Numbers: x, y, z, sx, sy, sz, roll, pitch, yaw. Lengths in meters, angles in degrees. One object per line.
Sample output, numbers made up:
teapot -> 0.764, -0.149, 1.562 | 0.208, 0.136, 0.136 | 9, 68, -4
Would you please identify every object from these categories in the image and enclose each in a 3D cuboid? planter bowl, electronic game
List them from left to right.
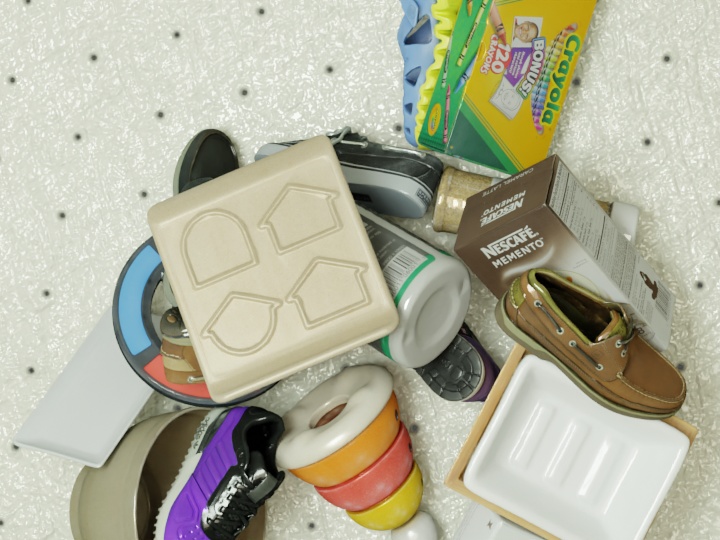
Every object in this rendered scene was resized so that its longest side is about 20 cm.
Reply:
planter bowl -> -0.206, 0.241, 1.557 | 0.133, 0.199, 0.203 | -7, 93, 34
electronic game -> -0.150, 0.040, 1.559 | 0.197, 0.042, 0.202 | 4, 65, -8

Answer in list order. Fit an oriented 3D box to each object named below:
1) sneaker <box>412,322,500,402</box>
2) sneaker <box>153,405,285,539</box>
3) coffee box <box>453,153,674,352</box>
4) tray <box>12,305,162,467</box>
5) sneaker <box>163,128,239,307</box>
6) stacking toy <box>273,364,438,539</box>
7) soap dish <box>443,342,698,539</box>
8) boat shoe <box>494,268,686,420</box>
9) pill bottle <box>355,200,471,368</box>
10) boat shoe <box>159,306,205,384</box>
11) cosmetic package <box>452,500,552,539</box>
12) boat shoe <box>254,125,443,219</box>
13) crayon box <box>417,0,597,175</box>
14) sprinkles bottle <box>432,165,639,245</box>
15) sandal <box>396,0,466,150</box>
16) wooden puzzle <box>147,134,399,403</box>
sneaker -> 0.065, 0.060, 1.560 | 0.076, 0.087, 0.201 | -46, 62, 14
sneaker -> -0.124, 0.212, 1.472 | 0.099, 0.070, 0.202 | -9, 50, 35
coffee box -> 0.194, 0.003, 1.470 | 0.114, 0.080, 0.200 | -27, 118, 35
tray -> -0.252, 0.118, 1.557 | 0.106, 0.201, 0.022 | 12, 136, 21
sneaker -> -0.131, -0.062, 1.527 | 0.106, 0.074, 0.202 | -28, 50, 45
stacking toy -> 0.016, 0.209, 1.562 | 0.145, 0.146, 0.201 | -32, 108, 9
soap dish -> 0.196, 0.173, 1.471 | 0.198, 0.081, 0.159 | 28, 91, -8
boat shoe -> 0.219, 0.068, 1.412 | 0.198, 0.072, 0.068 | 28, 138, -8
pill bottle -> 0.000, 0.000, 1.492 | 0.199, 0.113, 0.114 | 31, 98, 33
boat shoe -> -0.105, 0.073, 1.502 | 0.198, 0.076, 0.075 | -1, 109, -29
cosmetic package -> 0.181, 0.309, 1.513 | 0.198, 0.081, 0.114 | 27, 98, -17
boat shoe -> -0.011, -0.108, 1.550 | 0.197, 0.074, 0.069 | 11, 62, 31
crayon box -> 0.144, -0.199, 1.505 | 0.118, 0.058, 0.202 | 14, 97, -32
sprinkles bottle -> 0.172, -0.050, 1.533 | 0.197, 0.068, 0.069 | 12, 95, 7
sandal -> 0.071, -0.221, 1.544 | 0.087, 0.079, 0.203 | 20, 106, 43
wooden puzzle -> -0.079, 0.000, 1.414 | 0.183, 0.046, 0.202 | -22, 75, 2
